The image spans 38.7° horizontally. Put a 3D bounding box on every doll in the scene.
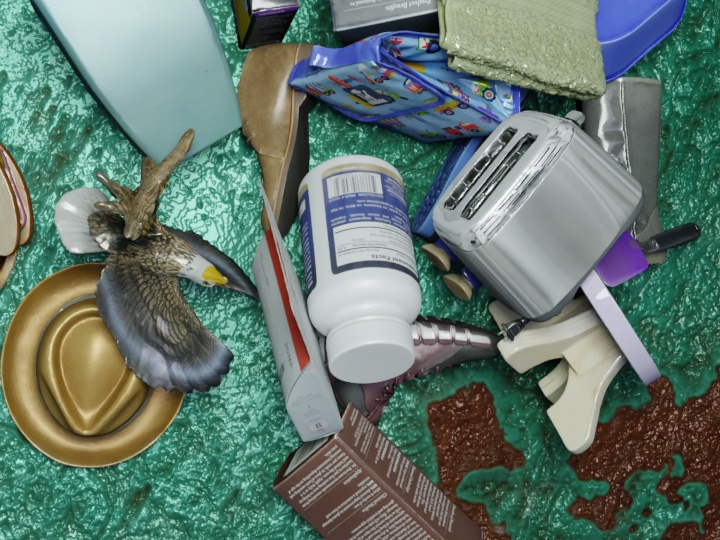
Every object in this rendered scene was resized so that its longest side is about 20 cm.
[{"bbox_3d":[0.152,-0.067,1.033,0.200,0.048,0.137,-43,110,-11],"label":"doll"}]

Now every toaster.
[{"bbox_3d":[0.156,-0.050,0.948,0.129,0.114,0.201,41,89,-26],"label":"toaster"}]

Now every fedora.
[{"bbox_3d":[-0.257,0.094,0.991,0.197,0.082,0.204,0,90,-11],"label":"fedora"}]

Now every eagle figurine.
[{"bbox_3d":[-0.176,0.000,0.949,0.150,0.201,0.151,-27,52,-12],"label":"eagle figurine"}]

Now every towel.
[{"bbox_3d":[0.151,-0.240,0.958,0.198,0.036,0.151,9,70,-31],"label":"towel"}]

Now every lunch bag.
[{"bbox_3d":[0.038,-0.190,0.986,0.198,0.150,0.096,7,87,-34],"label":"lunch bag"}]

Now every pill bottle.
[{"bbox_3d":[0.000,0.000,0.989,0.109,0.112,0.203,0,58,-11],"label":"pill bottle"}]

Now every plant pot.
[{"bbox_3d":[-0.202,-0.204,0.980,0.140,0.141,0.202,-31,102,-10],"label":"plant pot"}]

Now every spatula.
[{"bbox_3d":[0.301,-0.028,1.067,0.198,0.021,0.057,-14,68,-44],"label":"spatula"}]

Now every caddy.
[{"bbox_3d":[0.260,-0.289,1.091,0.199,0.105,0.142,-39,73,-9],"label":"caddy"}]

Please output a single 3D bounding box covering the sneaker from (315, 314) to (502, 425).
[{"bbox_3d":[0.046,0.106,1.065,0.197,0.076,0.118,6,94,-1],"label":"sneaker"}]

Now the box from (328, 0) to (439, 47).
[{"bbox_3d":[0.016,-0.329,1.007,0.105,0.148,0.203,-9,92,5],"label":"box"}]

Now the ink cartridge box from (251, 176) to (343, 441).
[{"bbox_3d":[-0.073,0.040,0.942,0.056,0.201,0.164,-20,53,3],"label":"ink cartridge box"}]

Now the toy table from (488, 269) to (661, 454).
[{"bbox_3d":[0.216,0.076,1.035,0.116,0.185,0.200,-34,135,11],"label":"toy table"}]

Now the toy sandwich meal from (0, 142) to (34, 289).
[{"bbox_3d":[-0.411,-0.040,0.969,0.202,0.070,0.209,0,89,-11],"label":"toy sandwich meal"}]

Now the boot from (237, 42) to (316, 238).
[{"bbox_3d":[-0.090,-0.132,1.044,0.074,0.074,0.203,5,84,7],"label":"boot"}]

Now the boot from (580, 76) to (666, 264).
[{"bbox_3d":[0.255,-0.104,1.102,0.179,0.072,0.203,-7,97,-25],"label":"boot"}]

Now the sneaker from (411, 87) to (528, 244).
[{"bbox_3d":[0.133,-0.106,1.083,0.077,0.070,0.202,31,89,-15],"label":"sneaker"}]

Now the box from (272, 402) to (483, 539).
[{"bbox_3d":[0.020,0.241,1.032,0.200,0.075,0.100,46,115,-7],"label":"box"}]

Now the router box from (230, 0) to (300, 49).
[{"bbox_3d":[-0.106,-0.333,0.993,0.050,0.149,0.203,-10,91,-12],"label":"router box"}]
